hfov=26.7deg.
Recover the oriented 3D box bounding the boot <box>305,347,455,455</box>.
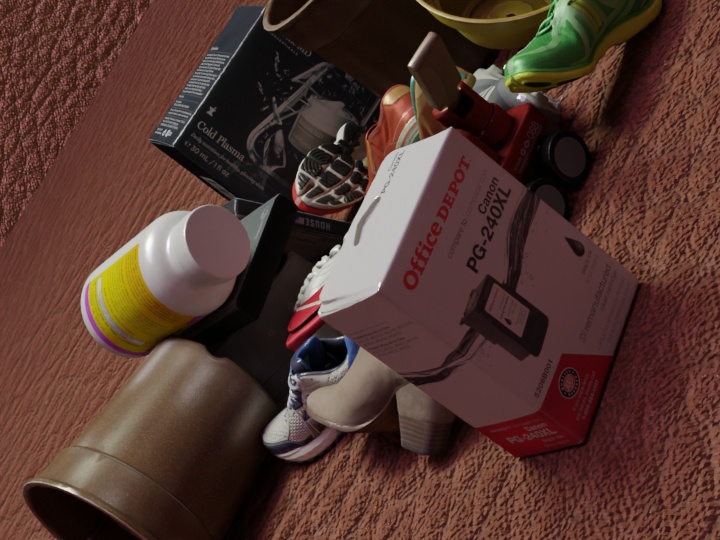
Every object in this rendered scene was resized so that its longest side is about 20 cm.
[{"bbox_3d":[0.023,0.065,1.258,0.199,0.070,0.149,10,101,49],"label":"boot"}]

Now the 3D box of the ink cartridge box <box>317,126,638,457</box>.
[{"bbox_3d":[0.087,0.018,1.091,0.083,0.199,0.146,-20,39,55],"label":"ink cartridge box"}]

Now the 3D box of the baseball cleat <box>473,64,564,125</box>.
[{"bbox_3d":[0.132,-0.137,1.434,0.107,0.069,0.200,-58,11,7],"label":"baseball cleat"}]

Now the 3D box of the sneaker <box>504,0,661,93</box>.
[{"bbox_3d":[0.183,-0.217,1.321,0.200,0.084,0.074,-40,18,-35],"label":"sneaker"}]

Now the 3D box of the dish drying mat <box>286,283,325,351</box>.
[{"bbox_3d":[0.005,-0.007,1.385,0.200,0.018,0.077,-44,11,23],"label":"dish drying mat"}]

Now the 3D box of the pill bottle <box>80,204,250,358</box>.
[{"bbox_3d":[-0.188,0.008,1.483,0.199,0.104,0.105,-32,30,49],"label":"pill bottle"}]

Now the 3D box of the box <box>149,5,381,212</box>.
[{"bbox_3d":[-0.108,-0.175,1.799,0.198,0.199,0.124,-57,23,-6],"label":"box"}]

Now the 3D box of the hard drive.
[{"bbox_3d":[-0.143,0.016,1.563,0.199,0.033,0.141,-29,35,51],"label":"hard drive"}]

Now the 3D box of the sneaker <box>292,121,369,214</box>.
[{"bbox_3d":[-0.028,-0.092,1.662,0.085,0.077,0.200,-54,-4,27],"label":"sneaker"}]

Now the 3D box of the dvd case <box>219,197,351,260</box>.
[{"bbox_3d":[-0.123,-0.031,1.694,0.199,0.149,0.025,-24,61,53],"label":"dvd case"}]

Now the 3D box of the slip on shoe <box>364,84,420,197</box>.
[{"bbox_3d":[0.035,-0.122,1.531,0.074,0.061,0.200,-37,-14,-22],"label":"slip on shoe"}]

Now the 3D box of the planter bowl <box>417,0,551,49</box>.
[{"bbox_3d":[0.148,-0.283,1.525,0.197,0.084,0.202,-8,47,9],"label":"planter bowl"}]

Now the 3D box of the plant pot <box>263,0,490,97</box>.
[{"bbox_3d":[0.031,-0.281,1.640,0.200,0.198,0.201,-43,23,24],"label":"plant pot"}]

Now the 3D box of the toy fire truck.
[{"bbox_3d":[0.082,-0.087,1.260,0.128,0.199,0.177,-16,43,59],"label":"toy fire truck"}]

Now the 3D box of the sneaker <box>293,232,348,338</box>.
[{"bbox_3d":[0.000,0.000,1.464,0.201,0.075,0.081,-59,9,-9],"label":"sneaker"}]

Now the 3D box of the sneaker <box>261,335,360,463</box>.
[{"bbox_3d":[-0.036,0.101,1.389,0.200,0.085,0.078,-40,25,35],"label":"sneaker"}]

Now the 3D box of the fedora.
[{"bbox_3d":[-0.094,0.059,1.569,0.201,0.090,0.177,-53,21,4],"label":"fedora"}]

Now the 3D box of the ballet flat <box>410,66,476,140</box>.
[{"bbox_3d":[0.086,-0.107,1.390,0.062,0.201,0.069,15,56,21],"label":"ballet flat"}]

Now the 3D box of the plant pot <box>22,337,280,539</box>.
[{"bbox_3d":[-0.188,0.186,1.459,0.199,0.200,0.199,-19,33,56],"label":"plant pot"}]
